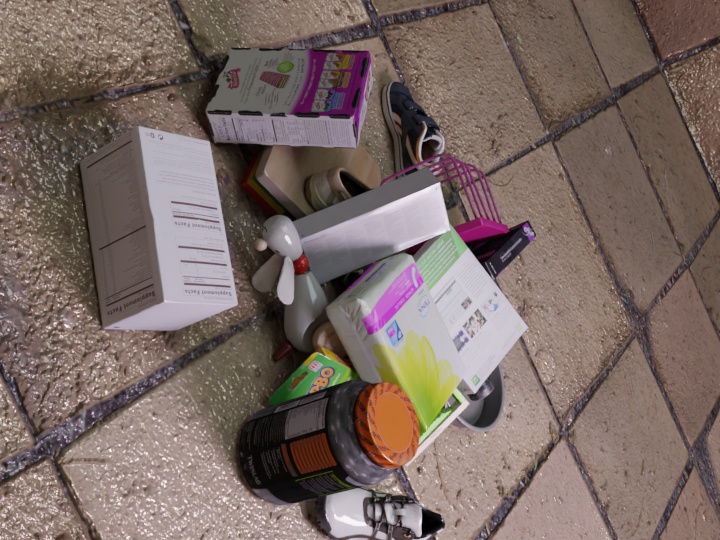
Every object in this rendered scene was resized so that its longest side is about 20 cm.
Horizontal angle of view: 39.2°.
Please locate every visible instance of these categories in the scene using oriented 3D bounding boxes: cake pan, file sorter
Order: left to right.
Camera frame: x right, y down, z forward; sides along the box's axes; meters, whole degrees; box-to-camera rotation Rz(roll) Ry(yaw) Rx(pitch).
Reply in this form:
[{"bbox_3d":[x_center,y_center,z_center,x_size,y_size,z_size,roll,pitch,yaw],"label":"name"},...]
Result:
[{"bbox_3d":[0.129,-0.098,1.578,0.200,0.139,0.126,2,67,-71],"label":"file sorter"},{"bbox_3d":[0.161,0.162,1.613,0.200,0.037,0.201,28,51,-42],"label":"cake pan"}]

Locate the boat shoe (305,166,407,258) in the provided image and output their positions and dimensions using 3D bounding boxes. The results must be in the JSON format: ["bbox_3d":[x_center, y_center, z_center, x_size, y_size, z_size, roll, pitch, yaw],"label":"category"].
[{"bbox_3d":[0.012,-0.079,1.398,0.200,0.065,0.072,36,46,-38],"label":"boat shoe"}]

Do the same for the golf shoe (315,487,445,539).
[{"bbox_3d":[0.028,0.313,1.310,0.200,0.094,0.078,23,56,-44],"label":"golf shoe"}]

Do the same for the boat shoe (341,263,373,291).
[{"bbox_3d":[0.000,0.000,1.461,0.061,0.072,0.202,38,37,-31],"label":"boat shoe"}]

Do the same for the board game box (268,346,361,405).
[{"bbox_3d":[-0.025,0.166,1.318,0.200,0.096,0.030,31,19,-43],"label":"board game box"}]

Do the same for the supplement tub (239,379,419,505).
[{"bbox_3d":[-0.036,0.201,1.190,0.122,0.200,0.123,29,51,-43],"label":"supplement tub"}]

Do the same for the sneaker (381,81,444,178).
[{"bbox_3d":[0.095,-0.238,1.704,0.078,0.079,0.201,10,63,-49],"label":"sneaker"}]

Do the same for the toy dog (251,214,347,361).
[{"bbox_3d":[-0.095,0.037,1.296,0.096,0.132,0.200,-30,93,-16],"label":"toy dog"}]

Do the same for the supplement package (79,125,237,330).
[{"bbox_3d":[-0.229,-0.042,1.140,0.109,0.114,0.201,5,69,-51],"label":"supplement package"}]

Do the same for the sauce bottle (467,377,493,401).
[{"bbox_3d":[0.130,0.101,1.487,0.200,0.065,0.065,56,37,-9],"label":"sauce bottle"}]

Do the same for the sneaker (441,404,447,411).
[{"bbox_3d":[0.081,0.134,1.497,0.201,0.074,0.087,65,29,-6],"label":"sneaker"}]

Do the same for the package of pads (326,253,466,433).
[{"bbox_3d":[0.052,0.093,1.316,0.154,0.068,0.200,-42,110,-53],"label":"package of pads"}]

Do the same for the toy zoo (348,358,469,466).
[{"bbox_3d":[0.049,0.161,1.411,0.131,0.020,0.200,-44,112,-10],"label":"toy zoo"}]

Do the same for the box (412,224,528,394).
[{"bbox_3d":[0.137,0.055,1.444,0.144,0.036,0.200,-45,106,-28],"label":"box"}]

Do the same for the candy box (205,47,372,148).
[{"bbox_3d":[-0.092,-0.232,1.350,0.061,0.199,0.137,83,15,-49],"label":"candy box"}]

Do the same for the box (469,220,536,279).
[{"bbox_3d":[0.191,-0.012,1.653,0.036,0.143,0.200,60,36,-7],"label":"box"}]

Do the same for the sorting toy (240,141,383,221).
[{"bbox_3d":[-0.070,-0.128,1.433,0.199,0.069,0.200,45,41,-30],"label":"sorting toy"}]

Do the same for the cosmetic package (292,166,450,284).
[{"bbox_3d":[0.014,-0.060,1.342,0.051,0.199,0.083,-121,-169,-49],"label":"cosmetic package"}]
